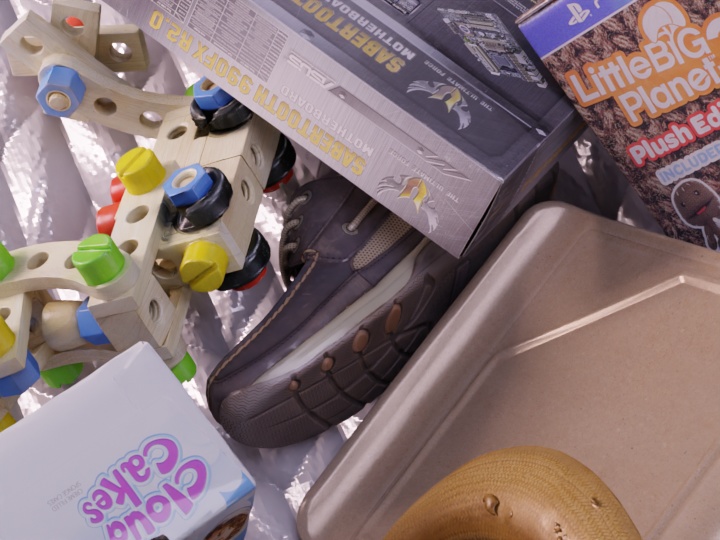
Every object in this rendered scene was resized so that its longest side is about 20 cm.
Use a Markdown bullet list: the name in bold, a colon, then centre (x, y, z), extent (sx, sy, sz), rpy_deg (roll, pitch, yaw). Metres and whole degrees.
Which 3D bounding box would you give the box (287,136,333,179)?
- **box**: centre (0.016, -0.147, 1.047), extent (0.200, 0.036, 0.144), rpy_deg (-31, 73, -25)

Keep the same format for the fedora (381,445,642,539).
- **fedora**: centre (0.057, 0.158, 0.726), extent (0.082, 0.201, 0.201), rpy_deg (21, 57, -31)

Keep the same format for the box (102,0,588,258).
- **box**: centre (0.007, -0.113, 0.953), extent (0.200, 0.048, 0.158), rpy_deg (36, 43, 8)

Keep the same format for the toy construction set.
- **toy construction set**: centre (-0.102, -0.026, 0.933), extent (0.131, 0.092, 0.200), rpy_deg (-15, 52, 23)

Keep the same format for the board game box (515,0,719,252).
- **board game box**: centre (0.188, -0.075, 0.944), extent (0.200, 0.097, 0.159), rpy_deg (53, 43, -7)

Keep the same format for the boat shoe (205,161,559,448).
- **boat shoe**: centre (0.000, 0.000, 0.955), extent (0.073, 0.075, 0.200), rpy_deg (37, 53, 20)

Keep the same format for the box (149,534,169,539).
- **box**: centre (-0.114, 0.206, 0.712), extent (0.200, 0.199, 0.050), rpy_deg (-34, 52, -24)

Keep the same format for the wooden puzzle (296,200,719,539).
- **wooden puzzle**: centre (0.088, 0.068, 0.872), extent (0.185, 0.037, 0.200), rpy_deg (-52, 37, -11)

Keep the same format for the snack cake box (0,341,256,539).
- **snack cake box**: centre (-0.107, 0.121, 0.790), extent (0.115, 0.200, 0.067), rpy_deg (-32, 70, -23)
